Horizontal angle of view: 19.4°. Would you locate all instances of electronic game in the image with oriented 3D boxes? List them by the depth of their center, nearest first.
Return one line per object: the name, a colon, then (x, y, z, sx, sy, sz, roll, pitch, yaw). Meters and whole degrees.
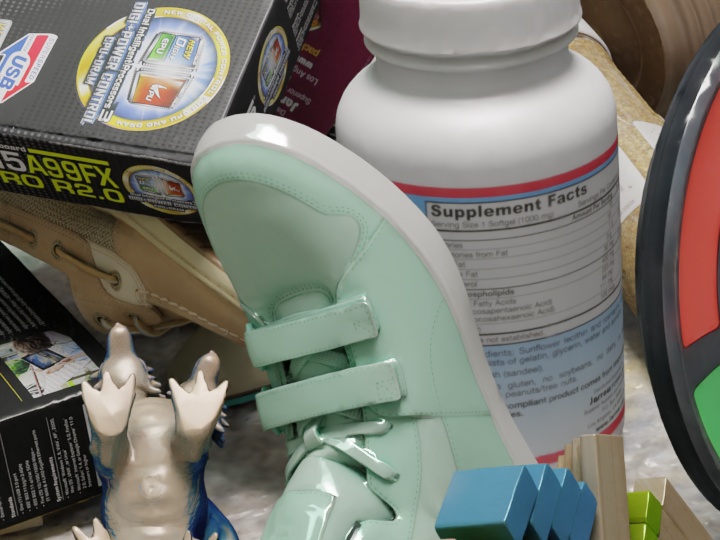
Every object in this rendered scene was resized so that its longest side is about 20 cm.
electronic game: (0.162, -0.004, 0.762, 0.042, 0.200, 0.200, 4, 25, 42)

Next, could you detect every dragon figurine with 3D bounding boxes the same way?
dragon figurine: (-0.071, 0.099, 0.737, 0.059, 0.099, 0.200, -3, 63, -1)

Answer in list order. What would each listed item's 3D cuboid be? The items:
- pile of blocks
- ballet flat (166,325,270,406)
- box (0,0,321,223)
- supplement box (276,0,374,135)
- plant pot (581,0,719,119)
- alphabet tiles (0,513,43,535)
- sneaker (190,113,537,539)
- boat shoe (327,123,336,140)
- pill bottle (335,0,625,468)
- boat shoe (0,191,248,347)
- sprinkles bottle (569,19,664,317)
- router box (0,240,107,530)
pile of blocks: (0.043, 0.091, 0.639, 0.062, 0.082, 0.200, -8, -13, 29)
ballet flat: (0.000, 0.000, 0.941, 0.200, 0.070, 0.069, -19, 29, -27)
box: (-0.097, -0.120, 0.848, 0.160, 0.044, 0.200, 10, 59, 18)
supplement box: (-0.080, -0.097, 0.988, 0.103, 0.200, 0.131, 28, 8, -34)
plant pot: (0.145, -0.134, 1.049, 0.093, 0.201, 0.201, -31, 35, -32)
alphabet tiles: (-0.234, 0.100, 0.842, 0.200, 0.006, 0.166, -12, 26, -15)
sneaker: (-0.011, 0.051, 0.694, 0.074, 0.200, 0.118, -20, 18, 41)
boat shoe: (0.018, -0.055, 1.055, 0.200, 0.069, 0.057, -4, 25, -3)
pill bottle: (0.047, -0.022, 0.819, 0.109, 0.200, 0.109, -4, 24, 2)
boat shoe: (-0.083, -0.005, 0.857, 0.200, 0.065, 0.071, 32, 21, 37)
sprinkles bottle: (0.117, -0.042, 0.950, 0.068, 0.068, 0.200, -13, 42, -17)
router box: (-0.194, 0.048, 0.873, 0.149, 0.051, 0.200, -18, 28, -22)
